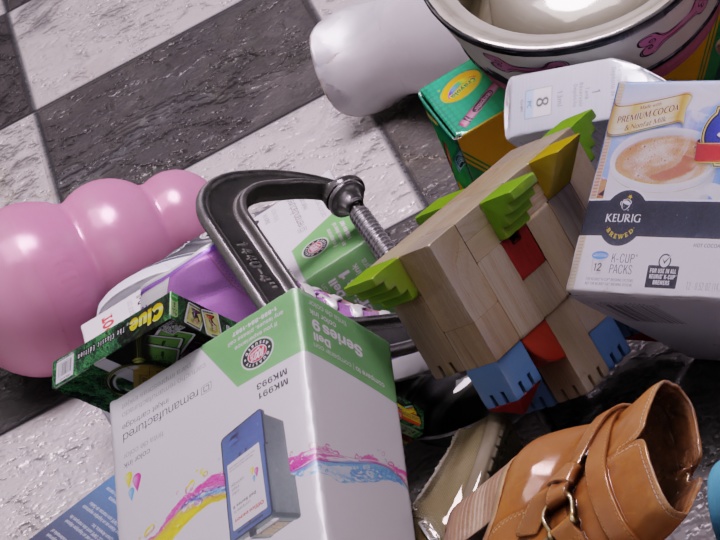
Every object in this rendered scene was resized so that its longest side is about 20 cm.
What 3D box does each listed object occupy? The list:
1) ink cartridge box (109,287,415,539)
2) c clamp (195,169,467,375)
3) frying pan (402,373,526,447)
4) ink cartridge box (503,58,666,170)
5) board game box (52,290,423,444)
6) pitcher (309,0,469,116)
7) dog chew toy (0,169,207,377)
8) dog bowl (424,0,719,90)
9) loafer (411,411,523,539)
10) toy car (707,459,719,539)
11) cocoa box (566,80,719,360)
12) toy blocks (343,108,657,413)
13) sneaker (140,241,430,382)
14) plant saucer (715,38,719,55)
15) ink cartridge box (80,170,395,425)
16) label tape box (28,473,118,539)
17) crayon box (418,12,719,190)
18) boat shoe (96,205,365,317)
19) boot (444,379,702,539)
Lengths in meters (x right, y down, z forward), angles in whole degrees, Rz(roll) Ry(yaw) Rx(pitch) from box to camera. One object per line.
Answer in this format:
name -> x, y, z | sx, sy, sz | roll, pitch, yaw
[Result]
ink cartridge box -> -0.052, 0.133, 1.483 | 0.145, 0.087, 0.200 | -31, 47, 27
c clamp -> 0.000, 0.000, 1.637 | 0.171, 0.027, 0.200 | -13, 47, -34
frying pan -> 0.048, 0.075, 1.681 | 0.190, 0.031, 0.115 | -14, 28, 43
ink cartridge box -> 0.212, -0.087, 1.669 | 0.200, 0.160, 0.047 | -10, 66, 32
board game box -> -0.069, 0.074, 1.598 | 0.105, 0.200, 0.023 | -28, 49, 38
pitcher -> 0.087, -0.186, 2.007 | 0.200, 0.121, 0.172 | -14, 14, 47
dog chew toy -> -0.181, -0.007, 1.937 | 0.200, 0.125, 0.125 | -24, 27, -10
dog bowl -> 0.139, -0.188, 1.733 | 0.200, 0.074, 0.200 | -12, 48, 13
loafer -> 0.046, 0.152, 1.506 | 0.067, 0.076, 0.200 | -7, 34, 23
toy car -> 0.230, 0.080, 1.328 | 0.184, 0.200, 0.177 | -14, 31, 26
cocoa box -> 0.240, -0.025, 1.521 | 0.200, 0.133, 0.131 | 3, 74, 44
toy blocks -> 0.097, 0.015, 1.570 | 0.100, 0.137, 0.200 | -21, 13, 45
sneaker -> -0.035, 0.022, 1.654 | 0.200, 0.114, 0.073 | -8, -2, 0
plant saucer -> 0.301, -0.102, 1.588 | 0.200, 0.200, 0.029 | 21, 88, 55
ink cartridge box -> -0.073, 0.041, 1.768 | 0.200, 0.084, 0.146 | -32, 23, 1
label tape box -> -0.144, 0.197, 1.617 | 0.200, 0.066, 0.143 | -39, 31, -15
crayon box -> 0.148, -0.113, 1.797 | 0.200, 0.119, 0.058 | -31, 47, -5
boat shoe -> -0.086, -0.003, 1.887 | 0.200, 0.072, 0.068 | -23, 30, 4
boot -> 0.106, 0.157, 1.364 | 0.155, 0.074, 0.200 | -36, 41, 36
